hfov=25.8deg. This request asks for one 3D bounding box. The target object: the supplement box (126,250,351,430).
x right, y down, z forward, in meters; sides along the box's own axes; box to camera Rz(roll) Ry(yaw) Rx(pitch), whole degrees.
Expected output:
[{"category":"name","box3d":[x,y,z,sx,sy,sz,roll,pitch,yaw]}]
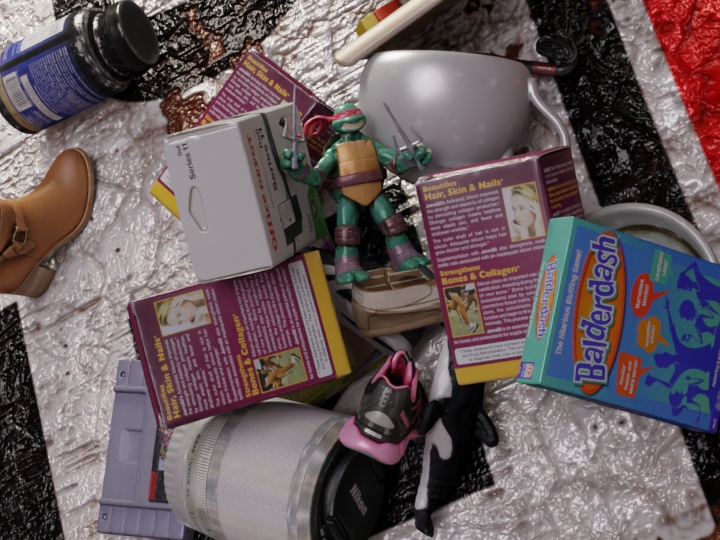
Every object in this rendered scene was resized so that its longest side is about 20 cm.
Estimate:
[{"category":"supplement box","box3d":[-0.123,0.070,1.580,0.197,0.103,0.133,-14,88,-11]}]

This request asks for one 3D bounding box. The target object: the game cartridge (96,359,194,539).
[{"category":"game cartridge","box3d":[-0.234,0.204,1.799,0.128,0.038,0.203,-2,77,33]}]

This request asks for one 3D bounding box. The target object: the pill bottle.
[{"category":"pill bottle","box3d":[-0.351,-0.254,1.930,0.198,0.112,0.113,-21,68,22]}]

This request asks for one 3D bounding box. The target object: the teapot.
[{"category":"teapot","box3d":[0.090,-0.145,1.630,0.200,0.195,0.148,-175,89,-67]}]

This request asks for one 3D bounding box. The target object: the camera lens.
[{"category":"camera lens","box3d":[-0.084,0.216,1.639,0.198,0.160,0.162,11,83,30]}]

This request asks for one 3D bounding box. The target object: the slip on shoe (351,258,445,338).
[{"category":"slip on shoe","box3d":[0.087,0.026,1.615,0.076,0.197,0.061,-133,37,-59]}]

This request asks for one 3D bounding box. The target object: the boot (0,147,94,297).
[{"category":"boot","box3d":[-0.411,-0.070,1.891,0.076,0.155,0.202,29,92,31]}]

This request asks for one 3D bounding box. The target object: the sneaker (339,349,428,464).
[{"category":"sneaker","box3d":[0.038,0.122,1.580,0.078,0.200,0.097,19,104,5]}]

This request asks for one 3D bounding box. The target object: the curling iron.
[{"category":"curling iron","box3d":[0.149,-0.231,1.705,0.198,0.026,0.050,2,57,34]}]

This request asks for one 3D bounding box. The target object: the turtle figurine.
[{"category":"turtle figurine","box3d":[0.001,-0.094,1.564,0.148,0.101,0.203,-12,93,2]}]

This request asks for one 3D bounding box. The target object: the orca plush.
[{"category":"orca plush","box3d":[0.101,0.172,1.588,0.070,0.105,0.203,14,87,20]}]

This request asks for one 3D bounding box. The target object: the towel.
[{"category":"towel","box3d":[-0.060,0.051,1.748,0.143,0.023,0.201,-37,62,16]}]

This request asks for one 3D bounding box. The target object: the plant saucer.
[{"category":"plant saucer","box3d":[0.267,0.036,1.556,0.198,0.050,0.203,-8,74,27]}]

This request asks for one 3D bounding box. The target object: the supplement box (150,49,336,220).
[{"category":"supplement box","box3d":[-0.117,-0.119,1.750,0.131,0.103,0.201,40,95,36]}]

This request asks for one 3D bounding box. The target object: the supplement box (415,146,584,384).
[{"category":"supplement box","box3d":[0.147,-0.005,1.503,0.129,0.103,0.203,-9,95,27]}]

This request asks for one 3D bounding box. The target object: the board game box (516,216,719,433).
[{"category":"board game box","box3d":[0.249,0.051,1.428,0.045,0.198,0.154,-3,73,66]}]

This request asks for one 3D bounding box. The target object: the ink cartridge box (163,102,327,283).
[{"category":"ink cartridge box","box3d":[-0.110,-0.080,1.560,0.082,0.200,0.149,-12,98,17]}]

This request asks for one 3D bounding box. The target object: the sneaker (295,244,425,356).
[{"category":"sneaker","box3d":[0.000,0.000,1.688,0.199,0.073,0.112,35,74,15]}]

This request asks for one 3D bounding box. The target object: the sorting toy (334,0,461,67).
[{"category":"sorting toy","box3d":[0.065,-0.284,1.671,0.184,0.200,0.037,-33,93,18]}]
